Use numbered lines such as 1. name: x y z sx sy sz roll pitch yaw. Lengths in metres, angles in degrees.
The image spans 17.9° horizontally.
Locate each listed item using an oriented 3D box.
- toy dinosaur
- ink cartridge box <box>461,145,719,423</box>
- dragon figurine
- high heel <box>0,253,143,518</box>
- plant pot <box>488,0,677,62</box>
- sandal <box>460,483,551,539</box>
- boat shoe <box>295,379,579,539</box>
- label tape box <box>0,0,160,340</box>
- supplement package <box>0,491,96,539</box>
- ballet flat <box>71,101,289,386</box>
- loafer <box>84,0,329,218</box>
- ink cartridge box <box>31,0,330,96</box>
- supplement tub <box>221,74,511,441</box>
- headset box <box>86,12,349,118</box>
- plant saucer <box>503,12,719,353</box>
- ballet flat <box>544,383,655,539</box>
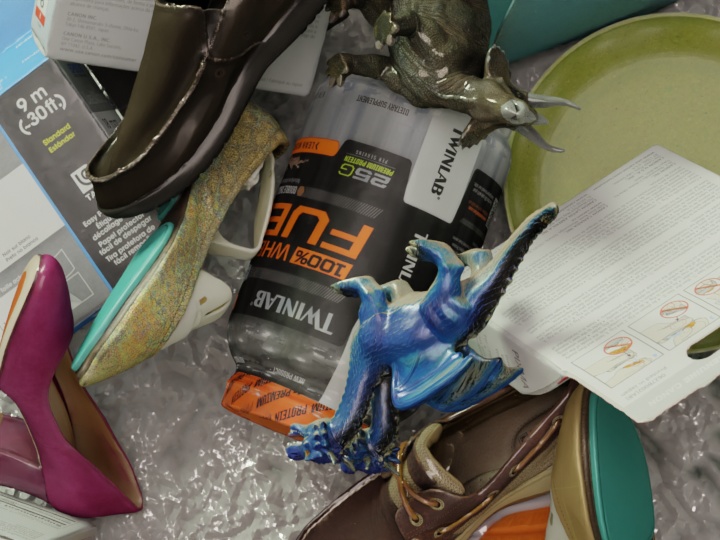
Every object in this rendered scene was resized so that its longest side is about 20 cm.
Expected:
1. toy dinosaur: 0.037 -0.137 1.244 0.077 0.102 0.201 -49 41 36
2. ink cartridge box: 0.156 0.017 1.200 0.160 0.050 0.200 -32 34 -16
3. dragon figurine: 0.042 0.040 1.172 0.199 0.059 0.100 -25 69 31
4. high heel: -0.155 0.066 1.273 0.095 0.201 0.068 13 52 -4
5. plant pot: 0.151 -0.225 1.308 0.198 0.141 0.142 -15 78 -9
6. sandal: 0.102 0.137 1.284 0.079 0.059 0.207 24 74 33
7. boat shoe: 0.043 0.111 1.244 0.199 0.072 0.072 -28 54 7
8. label tape box: -0.208 -0.057 1.326 0.144 0.063 0.201 -35 90 10
9. supplement package: -0.275 0.191 1.282 0.198 0.111 0.157 18 93 10
10. ballet flat: -0.091 -0.012 1.250 0.070 0.071 0.201 17 59 9
11. loafer: -0.090 -0.120 1.226 0.071 0.073 0.201 36 90 -28
12. ink cartridge box: -0.083 -0.204 1.249 0.161 0.050 0.202 7 111 -23
13. supplement tub: 0.000 0.000 1.293 0.122 0.123 0.201 19 82 10
14. headset box: -0.121 -0.195 1.309 0.148 0.201 0.075 -33 33 -1
15. plant saucer: 0.183 -0.049 1.327 0.198 0.031 0.202 -1 79 6
16. ballet flat: 0.130 0.159 1.213 0.063 0.068 0.202 -17 90 34
